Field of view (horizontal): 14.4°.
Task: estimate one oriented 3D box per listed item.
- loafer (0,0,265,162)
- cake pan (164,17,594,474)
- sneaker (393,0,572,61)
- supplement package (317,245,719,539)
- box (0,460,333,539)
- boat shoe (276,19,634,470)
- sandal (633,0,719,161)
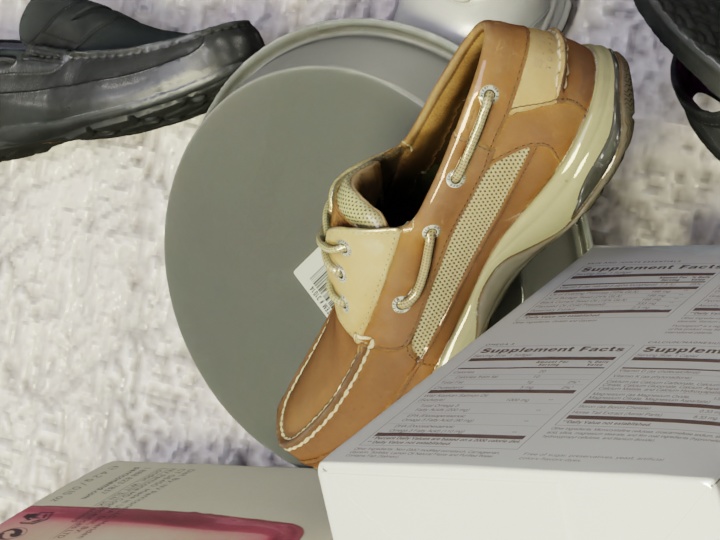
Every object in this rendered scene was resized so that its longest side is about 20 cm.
[{"bbox_3d":[-0.128,-0.091,1.263,0.200,0.068,0.071,-9,91,37],"label":"loafer"},{"bbox_3d":[0.000,0.000,1.155,0.199,0.037,0.201,10,110,30],"label":"cake pan"},{"bbox_3d":[0.056,-0.152,1.133,0.074,0.087,0.201,35,107,29],"label":"sneaker"},{"bbox_3d":[0.111,0.095,0.983,0.150,0.200,0.153,0,112,34],"label":"supplement package"},{"bbox_3d":[-0.044,0.156,1.144,0.199,0.109,0.129,-1,106,34],"label":"box"},{"bbox_3d":[0.020,-0.014,1.057,0.200,0.074,0.076,-55,25,24],"label":"boat shoe"},{"bbox_3d":[0.158,-0.053,1.069,0.201,0.075,0.048,54,132,25],"label":"sandal"}]
